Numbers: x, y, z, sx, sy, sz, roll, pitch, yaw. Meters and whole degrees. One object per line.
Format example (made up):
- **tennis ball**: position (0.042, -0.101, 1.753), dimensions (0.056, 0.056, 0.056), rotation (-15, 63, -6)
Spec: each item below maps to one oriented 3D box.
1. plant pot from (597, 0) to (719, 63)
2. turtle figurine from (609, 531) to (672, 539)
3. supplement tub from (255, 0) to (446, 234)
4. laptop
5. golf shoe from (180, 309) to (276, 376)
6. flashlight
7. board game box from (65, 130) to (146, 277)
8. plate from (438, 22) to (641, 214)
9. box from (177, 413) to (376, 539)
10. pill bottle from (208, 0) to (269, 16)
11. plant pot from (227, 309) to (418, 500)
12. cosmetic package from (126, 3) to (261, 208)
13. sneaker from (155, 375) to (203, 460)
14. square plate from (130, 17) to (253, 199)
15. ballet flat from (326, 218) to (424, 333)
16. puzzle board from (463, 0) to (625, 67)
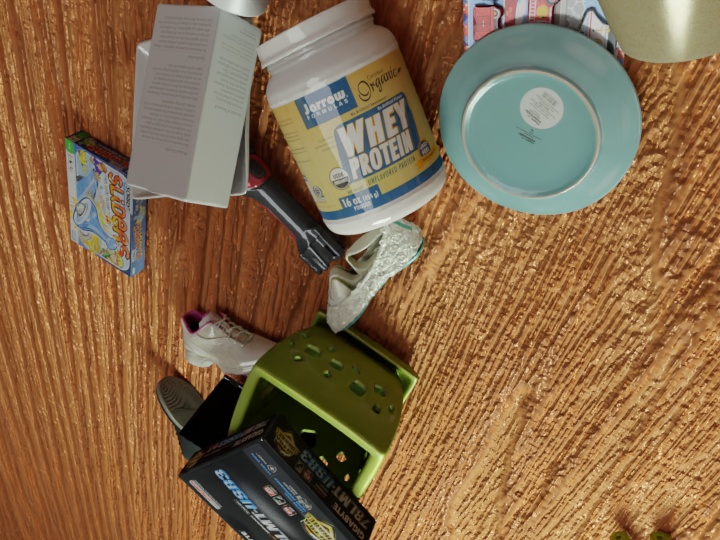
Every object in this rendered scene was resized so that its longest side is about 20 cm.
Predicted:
- **plant pot**: position (0.220, -0.257, 0.415), dimensions (0.185, 0.188, 0.202), rotation (3, 134, 29)
- **turtle figurine**: position (0.402, 0.426, 0.810), dimensions (0.198, 0.064, 0.164), rotation (-8, 108, 44)
- **supplement tub**: position (-0.009, -0.155, 0.626), dimensions (0.143, 0.145, 0.202), rotation (-12, 113, 36)
- **laptop**: position (-0.163, 0.263, 0.953), dimensions (0.186, 0.117, 0.200), rotation (31, 157, 2)
- **golf shoe**: position (-0.213, 0.112, 0.974), dimensions (0.197, 0.075, 0.093), rotation (2, 118, 29)
- **flashlight**: position (-0.108, -0.080, 0.793), dimensions (0.068, 0.068, 0.200), rotation (-41, 99, 15)
- **board game box**: position (-0.403, -0.101, 0.974), dimensions (0.134, 0.034, 0.202), rotation (29, 130, 12)
- **plate**: position (0.165, -0.134, 0.595), dimensions (0.197, 0.026, 0.202), rotation (20, 136, 20)
- **box**: position (-0.112, 0.296, 0.796), dimensions (0.197, 0.050, 0.201), rotation (-30, 105, 35)
- **pill bottle**: position (-0.095, -0.352, 0.571), dimensions (0.111, 0.111, 0.201), rotation (38, 131, 4)
- **plant pot**: position (-0.043, 0.187, 0.845), dimensions (0.198, 0.182, 0.200), rotation (33, 130, 8)
- **cosmetic package**: position (-0.186, -0.181, 0.682), dimensions (0.100, 0.071, 0.203), rotation (16, 96, 29)
- **sneaker**: position (-0.335, 0.296, 1.163), dimensions (0.106, 0.075, 0.201), rotation (-28, 104, 38)
- **square plate**: position (-0.205, -0.190, 0.750), dimensions (0.195, 0.028, 0.204), rotation (2, 90, 30)
- **ballet flat**: position (0.000, 0.000, 0.769), dimensions (0.072, 0.072, 0.200), rotation (42, 124, -1)
- **puzzle board**: position (0.165, -0.228, 0.559), dimensions (0.148, 0.017, 0.203), rotation (10, 125, 26)
